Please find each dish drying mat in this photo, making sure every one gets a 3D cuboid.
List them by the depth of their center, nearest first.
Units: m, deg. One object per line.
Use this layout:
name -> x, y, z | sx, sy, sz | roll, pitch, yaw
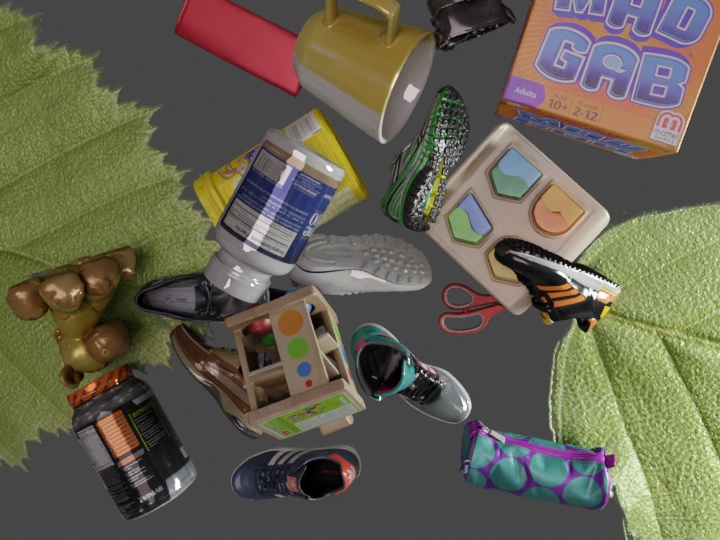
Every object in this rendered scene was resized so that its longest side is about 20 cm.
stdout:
dish drying mat -> -0.161, -0.322, 1.012 | 0.199, 0.018, 0.077 | 28, 101, 3

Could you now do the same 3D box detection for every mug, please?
mug -> 0.002, -0.280, 0.929 | 0.153, 0.149, 0.187 | 29, 125, 13

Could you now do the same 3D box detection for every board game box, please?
board game box -> 0.289, -0.261, 0.862 | 0.199, 0.200, 0.201 | 18, 99, 6

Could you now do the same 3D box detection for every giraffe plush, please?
giraffe plush -> -0.391, 0.072, 1.016 | 0.199, 0.172, 0.163 | -6, 106, 43

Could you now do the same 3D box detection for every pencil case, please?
pencil case -> 0.237, 0.265, 0.991 | 0.199, 0.085, 0.093 | 10, 125, 6

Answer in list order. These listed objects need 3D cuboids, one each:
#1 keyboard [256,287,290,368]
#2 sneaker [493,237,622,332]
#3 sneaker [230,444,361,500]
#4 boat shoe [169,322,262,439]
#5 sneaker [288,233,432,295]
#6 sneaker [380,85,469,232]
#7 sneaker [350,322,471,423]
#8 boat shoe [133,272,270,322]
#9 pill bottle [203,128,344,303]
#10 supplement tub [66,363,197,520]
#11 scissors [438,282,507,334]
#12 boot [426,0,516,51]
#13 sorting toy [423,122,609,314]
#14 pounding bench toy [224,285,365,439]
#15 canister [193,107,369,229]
keyboard -> -0.123, 0.126, 1.060 | 0.104, 0.040, 0.201 | 12, 100, 30
sneaker -> 0.247, 0.027, 0.937 | 0.199, 0.070, 0.090 | 18, 105, -26
sneaker -> -0.101, 0.299, 1.044 | 0.199, 0.085, 0.075 | -14, 95, 10
boat shoe -> -0.192, 0.149, 1.043 | 0.074, 0.076, 0.200 | -43, 76, -7
sneaker -> 0.000, 0.000, 1.006 | 0.199, 0.077, 0.081 | 9, 140, -7
sneaker -> 0.080, -0.156, 0.967 | 0.085, 0.078, 0.201 | 20, 85, 41
sneaker -> 0.066, 0.150, 0.983 | 0.200, 0.121, 0.084 | 35, 100, 2
boat shoe -> -0.231, 0.039, 1.035 | 0.198, 0.066, 0.075 | 6, 96, 13
pill bottle -> -0.113, -0.064, 0.903 | 0.111, 0.111, 0.201 | 31, 98, 3
supplement tub -> -0.335, 0.245, 1.053 | 0.122, 0.123, 0.201 | -27, 92, 10
scissors -> 0.206, 0.048, 1.008 | 0.199, 0.014, 0.074 | -5, 93, 8
boot -> 0.090, -0.373, 0.943 | 0.199, 0.069, 0.175 | -12, 94, 7
sorting toy -> 0.203, -0.069, 0.974 | 0.200, 0.036, 0.185 | 43, 98, 3
pounding bench toy -> -0.077, 0.127, 0.964 | 0.124, 0.200, 0.157 | -21, 65, 4
canister -> -0.106, -0.111, 0.995 | 0.199, 0.087, 0.149 | -30, 92, 9
